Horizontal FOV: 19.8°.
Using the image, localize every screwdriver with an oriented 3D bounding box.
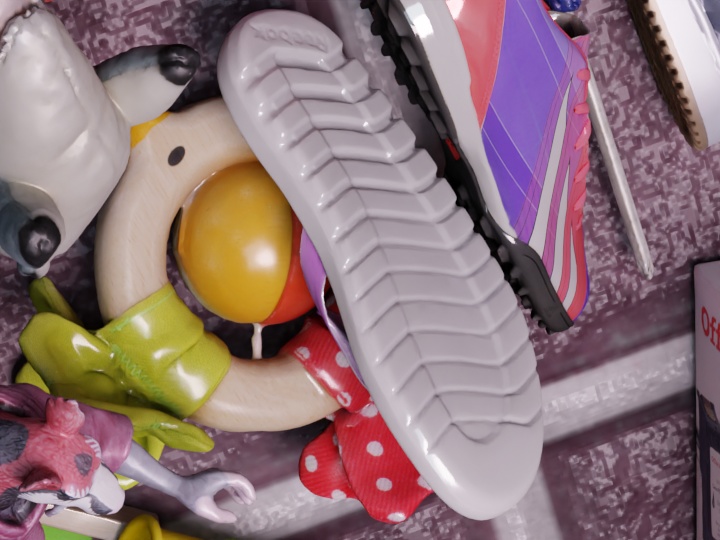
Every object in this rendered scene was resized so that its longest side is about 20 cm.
[{"bbox_3d":[0.088,-0.087,0.802,0.029,0.028,0.201,-14,110,30],"label":"screwdriver"}]

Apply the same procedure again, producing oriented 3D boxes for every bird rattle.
[{"bbox_3d":[-0.032,0.015,0.789,0.198,0.113,0.165,2,91,-14],"label":"bird rattle"}]

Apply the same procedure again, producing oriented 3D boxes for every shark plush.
[{"bbox_3d":[-0.121,-0.051,0.714,0.083,0.200,0.091,38,77,-5],"label":"shark plush"}]

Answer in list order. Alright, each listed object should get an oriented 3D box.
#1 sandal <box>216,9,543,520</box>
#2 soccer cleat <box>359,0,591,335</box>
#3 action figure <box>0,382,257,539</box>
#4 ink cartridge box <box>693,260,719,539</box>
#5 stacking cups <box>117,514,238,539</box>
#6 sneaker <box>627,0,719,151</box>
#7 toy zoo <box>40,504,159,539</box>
[{"bbox_3d":[0.005,-0.001,0.755,0.082,0.050,0.204,-14,74,-43],"label":"sandal"},{"bbox_3d":[0.063,-0.054,0.771,0.073,0.068,0.201,-32,133,-4],"label":"soccer cleat"},{"bbox_3d":[-0.137,0.073,0.692,0.149,0.200,0.134,49,51,1],"label":"action figure"},{"bbox_3d":[0.193,0.105,0.828,0.083,0.145,0.202,-6,108,-8],"label":"ink cartridge box"},{"bbox_3d":[-0.007,0.155,0.844,0.199,0.061,0.061,20,103,-23],"label":"stacking cups"},{"bbox_3d":[0.143,-0.153,0.777,0.108,0.070,0.201,-22,117,3],"label":"sneaker"},{"bbox_3d":[-0.173,0.178,0.853,0.130,0.020,0.202,17,104,-15],"label":"toy zoo"}]
